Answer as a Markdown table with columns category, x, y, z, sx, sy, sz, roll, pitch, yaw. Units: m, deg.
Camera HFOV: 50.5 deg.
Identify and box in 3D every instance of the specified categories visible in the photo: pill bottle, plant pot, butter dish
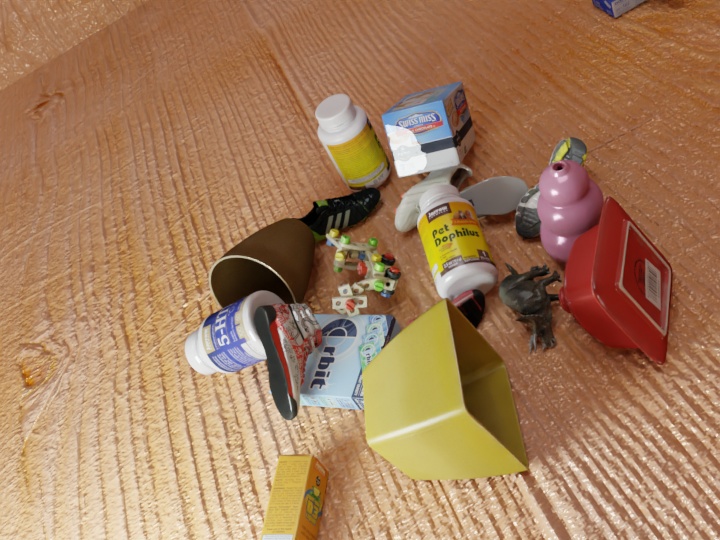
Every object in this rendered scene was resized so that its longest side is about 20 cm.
| category | x | y | z | sx | sy | sz | roll | pitch | yaw |
| --- | --- | --- | --- | --- | --- | --- | --- | --- | --- |
| pill bottle | -0.231 | 0.124 | 1.425 | 0.199 | 0.120 | 0.120 | -26 | 39 | 34 |
| plant pot | -0.169 | -0.010 | 1.511 | 0.185 | 0.187 | 0.200 | -2 | 35 | 28 |
| pill bottle | 0.165 | -0.052 | 1.357 | 0.109 | 0.109 | 0.201 | -22 | 57 | 11 |
| pill bottle | -0.019 | -0.269 | 1.612 | 0.109 | 0.200 | 0.110 | -16 | 45 | 17 |
| plant pot | 0.112 | 0.200 | 1.135 | 0.176 | 0.200 | 0.201 | -28 | 41 | 21 |
| butter dish | 0.370 | 0.029 | 1.162 | 0.147 | 0.199 | 0.201 | -23 | 36 | 44 |

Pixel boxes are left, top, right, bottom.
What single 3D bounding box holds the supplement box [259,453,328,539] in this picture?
| category | x | y | z | sx | sy | sz | roll | pitch | yaw |
| --- | --- | --- | --- | --- | --- | --- | --- | --- | --- |
| supplement box | -0.104 | 0.385 | 1.170 | 0.068 | 0.067 | 0.201 | -10 | 47 | 22 |

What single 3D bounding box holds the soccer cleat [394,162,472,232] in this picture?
| category | x | y | z | sx | sy | sz | roll | pitch | yaw |
| --- | --- | --- | --- | --- | --- | --- | --- | --- | --- |
| soccer cleat | 0.143 | -0.151 | 1.522 | 0.077 | 0.069 | 0.200 | 24 | 63 | 39 |

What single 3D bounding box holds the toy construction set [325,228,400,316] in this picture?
| category | x | y | z | sx | sy | sz | roll | pitch | yaw |
| --- | --- | --- | --- | --- | --- | --- | --- | --- | --- |
| toy construction set | 0.000 | 0.000 | 1.422 | 0.130 | 0.092 | 0.201 | 13 | 37 | -13 |

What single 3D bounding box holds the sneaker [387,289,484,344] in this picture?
| category | x | y | z | sx | sy | sz | roll | pitch | yaw |
| --- | --- | --- | --- | --- | --- | --- | --- | --- | --- |
| sneaker | 0.123 | 0.092 | 1.302 | 0.200 | 0.074 | 0.087 | -41 | 42 | -9 |

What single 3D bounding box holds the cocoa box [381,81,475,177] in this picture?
| category | x | y | z | sx | sy | sz | roll | pitch | yaw |
| --- | --- | --- | --- | --- | --- | --- | --- | --- | --- |
| cocoa box | 0.143 | -0.289 | 1.545 | 0.132 | 0.132 | 0.200 | -9 | 20 | 23 |

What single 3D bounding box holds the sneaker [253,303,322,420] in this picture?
| category | x | y | z | sx | sy | sz | roll | pitch | yaw |
| --- | --- | --- | --- | --- | --- | --- | --- | --- | --- |
| sneaker | -0.108 | 0.150 | 1.319 | 0.067 | 0.107 | 0.203 | -38 | 64 | 50 |

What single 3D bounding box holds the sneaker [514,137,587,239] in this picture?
| category | x | y | z | sx | sy | sz | roll | pitch | yaw |
| --- | --- | --- | --- | --- | --- | --- | --- | --- | --- |
| sneaker | 0.354 | -0.140 | 1.389 | 0.074 | 0.085 | 0.201 | 35 | 94 | 25 |

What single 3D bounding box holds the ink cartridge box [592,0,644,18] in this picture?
| category | x | y | z | sx | sy | sz | roll | pitch | yaw |
| --- | --- | --- | --- | --- | --- | --- | --- | --- | --- |
| ink cartridge box | 0.627 | -0.647 | 1.711 | 0.199 | 0.044 | 0.094 | -30 | 41 | 2 |

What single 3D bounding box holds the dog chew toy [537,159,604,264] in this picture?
| category | x | y | z | sx | sy | sz | roll | pitch | yaw |
| --- | --- | --- | --- | --- | --- | --- | --- | --- | --- |
| dog chew toy | 0.346 | -0.099 | 1.254 | 0.124 | 0.200 | 0.125 | -16 | 45 | 17 |

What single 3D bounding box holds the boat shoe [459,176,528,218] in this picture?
| category | x | y | z | sx | sy | sz | roll | pitch | yaw |
| --- | --- | --- | --- | --- | --- | --- | --- | --- | --- |
| boat shoe | 0.223 | -0.133 | 1.450 | 0.199 | 0.071 | 0.064 | -14 | 8 | 22 |

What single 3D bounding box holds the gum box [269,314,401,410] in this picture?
| category | x | y | z | sx | sy | sz | roll | pitch | yaw |
| --- | --- | --- | --- | --- | --- | --- | --- | --- | --- |
| gum box | -0.044 | 0.159 | 1.359 | 0.199 | 0.045 | 0.171 | -2 | 50 | 30 |

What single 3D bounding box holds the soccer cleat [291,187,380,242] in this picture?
| category | x | y | z | sx | sy | sz | roll | pitch | yaw |
| --- | --- | --- | --- | --- | --- | --- | --- | --- | --- |
| soccer cleat | -0.051 | -0.123 | 1.595 | 0.199 | 0.081 | 0.068 | -30 | 42 | 2 |

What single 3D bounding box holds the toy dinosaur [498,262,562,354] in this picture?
| category | x | y | z | sx | sy | sz | roll | pitch | yaw |
| --- | --- | --- | --- | --- | --- | --- | --- | --- | --- |
| toy dinosaur | 0.273 | 0.035 | 1.266 | 0.102 | 0.077 | 0.200 | -28 | 45 | -5 |
